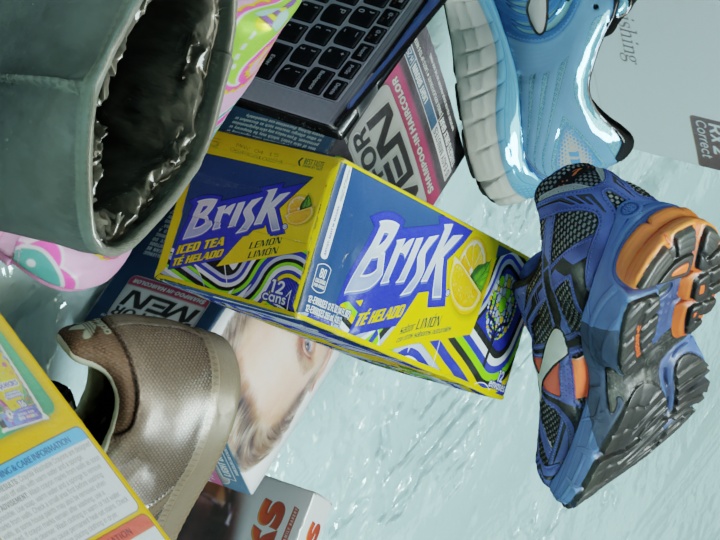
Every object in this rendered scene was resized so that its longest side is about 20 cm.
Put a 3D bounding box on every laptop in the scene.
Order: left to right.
[{"bbox_3d":[0.007,-0.157,1.019,0.188,0.199,0.116,-55,150,-31],"label":"laptop"}]

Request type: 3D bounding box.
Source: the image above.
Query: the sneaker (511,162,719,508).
[{"bbox_3d":[0.102,0.025,1.156,0.075,0.078,0.201,-30,150,-27],"label":"sneaker"}]

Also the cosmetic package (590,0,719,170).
[{"bbox_3d":[0.184,-0.163,1.347,0.165,0.199,0.165,-57,147,-29],"label":"cosmetic package"}]

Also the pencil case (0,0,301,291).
[{"bbox_3d":[-0.076,-0.081,0.948,0.087,0.087,0.200,-36,169,-49],"label":"pencil case"}]

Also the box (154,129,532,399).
[{"bbox_3d":[0.000,0.000,1.106,0.200,0.070,0.065,23,82,-62],"label":"box"}]

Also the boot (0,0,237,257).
[{"bbox_3d":[-0.144,-0.030,0.816,0.072,0.199,0.183,26,81,-62],"label":"boot"}]

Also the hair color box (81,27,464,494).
[{"bbox_3d":[-0.033,-0.015,1.178,0.201,0.060,0.100,-57,148,-27],"label":"hair color box"}]

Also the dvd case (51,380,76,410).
[{"bbox_3d":[-0.161,0.158,1.081,0.200,0.017,0.143,-51,146,-36],"label":"dvd case"}]

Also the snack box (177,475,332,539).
[{"bbox_3d":[-0.081,0.181,1.180,0.201,0.071,0.024,-68,153,-10],"label":"snack box"}]

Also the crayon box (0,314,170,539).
[{"bbox_3d":[-0.139,0.094,0.962,0.052,0.200,0.126,-43,171,35],"label":"crayon box"}]

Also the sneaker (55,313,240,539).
[{"bbox_3d":[-0.116,0.109,1.067,0.075,0.070,0.201,15,100,-30],"label":"sneaker"}]

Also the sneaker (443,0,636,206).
[{"bbox_3d":[0.082,-0.135,1.248,0.078,0.089,0.202,-54,135,-78],"label":"sneaker"}]
